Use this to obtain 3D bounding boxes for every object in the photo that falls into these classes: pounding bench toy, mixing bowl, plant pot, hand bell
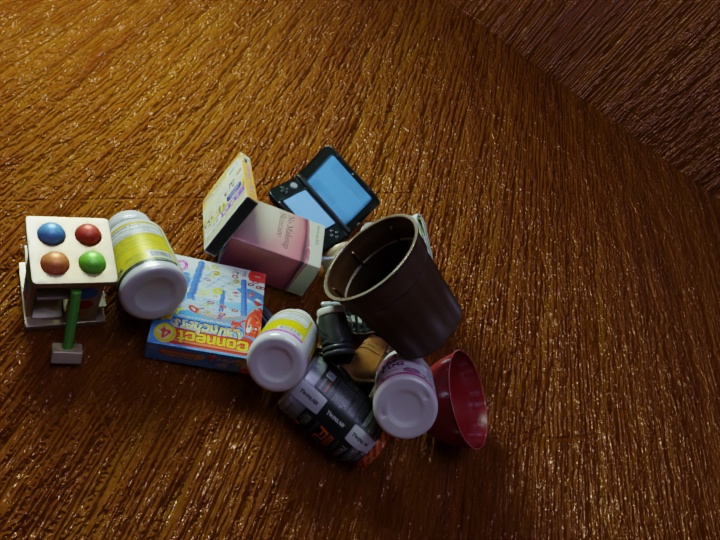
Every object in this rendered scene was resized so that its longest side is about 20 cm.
[{"bbox_3d":[-0.469,0.032,0.960,0.123,0.156,0.202,-1,58,-36],"label":"pounding bench toy"},{"bbox_3d":[0.179,0.274,1.236,0.200,0.107,0.203,37,45,-49],"label":"mixing bowl"},{"bbox_3d":[0.071,0.041,1.066,0.199,0.199,0.202,49,38,-27],"label":"plant pot"},{"bbox_3d":[-0.003,0.039,1.282,0.103,0.105,0.201,6,36,-31],"label":"hand bell"}]

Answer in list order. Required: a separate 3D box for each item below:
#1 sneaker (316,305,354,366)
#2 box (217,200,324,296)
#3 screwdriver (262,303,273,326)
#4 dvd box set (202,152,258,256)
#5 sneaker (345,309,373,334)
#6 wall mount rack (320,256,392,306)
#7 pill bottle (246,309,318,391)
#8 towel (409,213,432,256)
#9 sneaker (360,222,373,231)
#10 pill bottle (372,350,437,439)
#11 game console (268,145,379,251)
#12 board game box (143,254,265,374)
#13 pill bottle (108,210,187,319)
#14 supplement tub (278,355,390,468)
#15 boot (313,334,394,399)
[{"bbox_3d":[-0.046,0.135,1.125,0.070,0.200,0.101,-8,75,0],"label":"sneaker"},{"bbox_3d":[-0.187,-0.052,1.256,0.198,0.109,0.129,19,47,-18],"label":"box"},{"bbox_3d":[-0.155,0.145,1.186,0.029,0.028,0.201,-30,74,-14],"label":"screwdriver"},{"bbox_3d":[-0.268,-0.138,1.205,0.029,0.146,0.201,32,21,-32],"label":"dvd box set"},{"bbox_3d":[0.030,0.110,1.320,0.197,0.091,0.067,-4,76,-9],"label":"sneaker"},{"bbox_3d":[0.000,0.000,1.232,0.074,0.173,0.202,34,37,-42],"label":"wall mount rack"},{"bbox_3d":[-0.132,0.133,1.071,0.104,0.105,0.200,37,12,-4],"label":"pill bottle"},{"bbox_3d":[0.111,-0.029,1.364,0.048,0.200,0.174,-10,86,-17],"label":"towel"},{"bbox_3d":[0.061,-0.034,1.362,0.074,0.082,0.202,-1,57,-36],"label":"sneaker"},{"bbox_3d":[0.081,0.218,1.097,0.113,0.114,0.200,38,8,-3],"label":"pill bottle"},{"bbox_3d":[-0.088,-0.175,1.425,0.200,0.117,0.175,47,43,7],"label":"game console"},{"bbox_3d":[-0.284,0.079,1.110,0.197,0.056,0.198,12,50,-19],"label":"board game box"},{"bbox_3d":[-0.384,-0.018,1.041,0.111,0.113,0.200,-1,36,-35],"label":"pill bottle"},{"bbox_3d":[-0.044,0.264,1.101,0.199,0.123,0.123,40,43,0],"label":"supplement tub"},{"bbox_3d":[-0.003,0.184,1.235,0.200,0.073,0.155,43,42,-14],"label":"boot"}]
